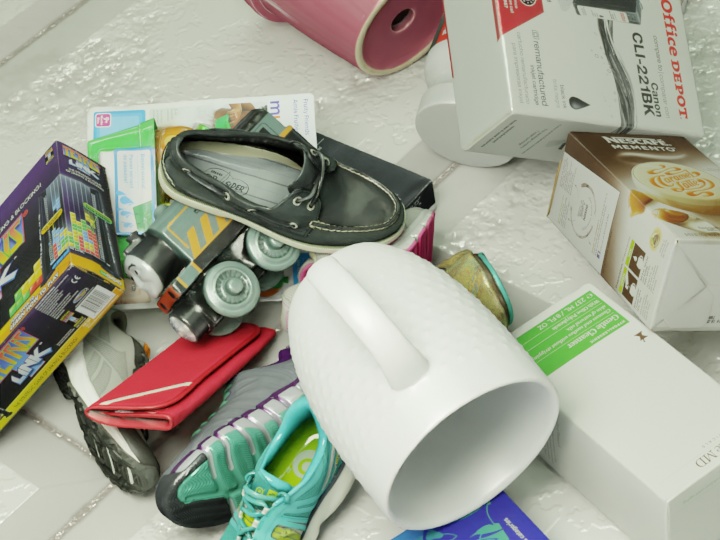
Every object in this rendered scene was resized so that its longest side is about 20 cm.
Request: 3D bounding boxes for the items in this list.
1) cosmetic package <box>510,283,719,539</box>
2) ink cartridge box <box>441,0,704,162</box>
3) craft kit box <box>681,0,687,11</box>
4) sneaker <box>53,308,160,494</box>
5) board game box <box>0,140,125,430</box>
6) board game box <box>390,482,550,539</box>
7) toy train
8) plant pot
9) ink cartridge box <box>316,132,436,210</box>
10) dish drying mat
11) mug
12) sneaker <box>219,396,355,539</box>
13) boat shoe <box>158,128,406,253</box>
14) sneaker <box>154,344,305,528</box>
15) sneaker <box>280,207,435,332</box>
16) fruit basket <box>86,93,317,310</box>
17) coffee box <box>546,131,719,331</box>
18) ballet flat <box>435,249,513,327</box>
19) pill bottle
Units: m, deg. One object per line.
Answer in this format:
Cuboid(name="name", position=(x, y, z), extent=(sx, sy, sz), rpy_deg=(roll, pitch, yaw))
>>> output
Cuboid(name="cosmetic package", position=(0.197, 0.111, 1.316), extent=(0.107, 0.085, 0.200), rpy_deg=(-32, 46, -21))
Cuboid(name="ink cartridge box", position=(0.180, -0.171, 1.510), extent=(0.199, 0.084, 0.145), rpy_deg=(4, 69, -29))
Cuboid(name="craft kit box", position=(0.193, -0.308, 1.666), extent=(0.199, 0.198, 0.049), rpy_deg=(13, 77, 23))
Cuboid(name="sneaker", position=(-0.195, 0.095, 1.427), extent=(0.079, 0.074, 0.200), rpy_deg=(-19, 44, -14))
Cuboid(name="board game box", position=(-0.276, 0.020, 1.445), extent=(0.200, 0.057, 0.166), rpy_deg=(-46, 37, 22))
Cuboid(name="board game box", position=(0.055, 0.250, 1.234), extent=(0.199, 0.045, 0.152), rpy_deg=(-30, 47, -17))
Cuboid(name="toy train", position=(-0.101, -0.037, 1.446), extent=(0.114, 0.085, 0.200), rpy_deg=(42, 67, 0))
Cuboid(name="plant pot", position=(-0.006, -0.290, 1.704), extent=(0.200, 0.200, 0.179), rpy_deg=(-32, 63, -20))
Cuboid(name="ink cartridge box", position=(-0.041, -0.071, 1.585), extent=(0.199, 0.039, 0.099), rpy_deg=(23, 54, 31))
Cuboid(name="dish drying mat", position=(-0.137, 0.078, 1.401), extent=(0.076, 0.018, 0.200), rpy_deg=(0, 18, 21))
Cuboid(name="mug", position=(0.023, 0.059, 1.245), extent=(0.147, 0.200, 0.176), rpy_deg=(-39, 57, 0))
Cuboid(name="sneaker", position=(-0.071, 0.180, 1.299), extent=(0.077, 0.080, 0.201), rpy_deg=(15, 63, 23))
Cuboid(name="boat shoe", position=(-0.058, -0.070, 1.388), extent=(0.198, 0.066, 0.075), rpy_deg=(19, 65, 0))
Cuboid(name="sneaker", position=(-0.093, 0.126, 1.384), extent=(0.087, 0.075, 0.200), rpy_deg=(20, 41, 42))
Cuboid(name="sneaker", position=(0.000, 0.000, 1.446), extent=(0.088, 0.082, 0.200), rpy_deg=(15, 29, 21))
Cuboid(name="fruit basket", position=(-0.134, -0.061, 1.521), extent=(0.199, 0.094, 0.186), rpy_deg=(-4, 75, 5))
Cuboid(name="coffee box", position=(0.241, -0.033, 1.403), extent=(0.114, 0.080, 0.200), rpy_deg=(1, 27, -21))
Cuboid(name="ballet flat", position=(0.079, 0.022, 1.390), extent=(0.070, 0.071, 0.200), rpy_deg=(-10, 5, 2))
Cuboid(name="pill bottle", position=(0.124, -0.200, 1.609), extent=(0.115, 0.116, 0.201), rpy_deg=(9, 61, 21))
